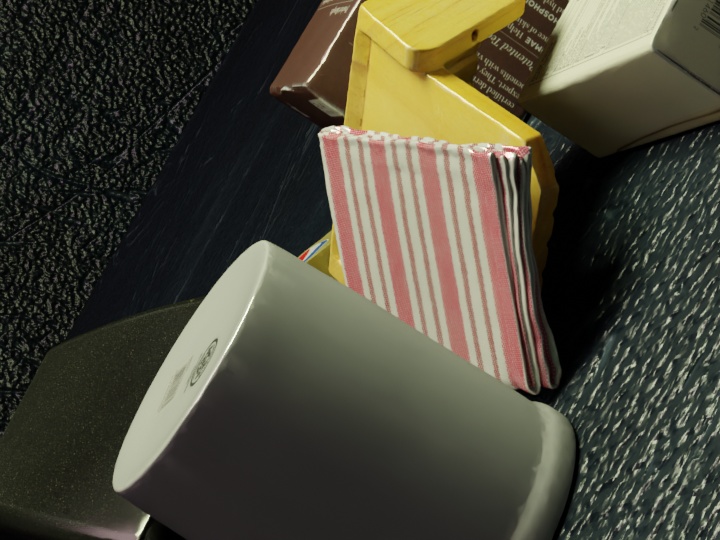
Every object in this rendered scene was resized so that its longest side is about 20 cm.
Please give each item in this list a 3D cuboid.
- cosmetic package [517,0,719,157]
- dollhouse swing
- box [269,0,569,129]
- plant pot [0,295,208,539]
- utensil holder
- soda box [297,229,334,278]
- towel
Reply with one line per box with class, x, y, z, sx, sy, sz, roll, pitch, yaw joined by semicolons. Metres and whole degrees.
cosmetic package;0.181;-0.141;1.238;0.104;0.073;0.200;-61;12;-12
dollhouse swing;0.084;-0.066;1.303;0.181;0.175;0.202;-34;-39;-45
box;0.056;-0.183;1.616;0.201;0.163;0.166;-58;13;-3
plant pot;-0.130;0.144;1.312;0.176;0.201;0.201;2;52;30
utensil holder;-0.010;0.101;1.100;0.170;0.199;0.170;-53;14;19
soda box;0.000;0.000;1.464;0.200;0.068;0.064;-39;8;-16
towel;0.046;-0.011;1.227;0.030;0.148;0.199;-18;16;-30
